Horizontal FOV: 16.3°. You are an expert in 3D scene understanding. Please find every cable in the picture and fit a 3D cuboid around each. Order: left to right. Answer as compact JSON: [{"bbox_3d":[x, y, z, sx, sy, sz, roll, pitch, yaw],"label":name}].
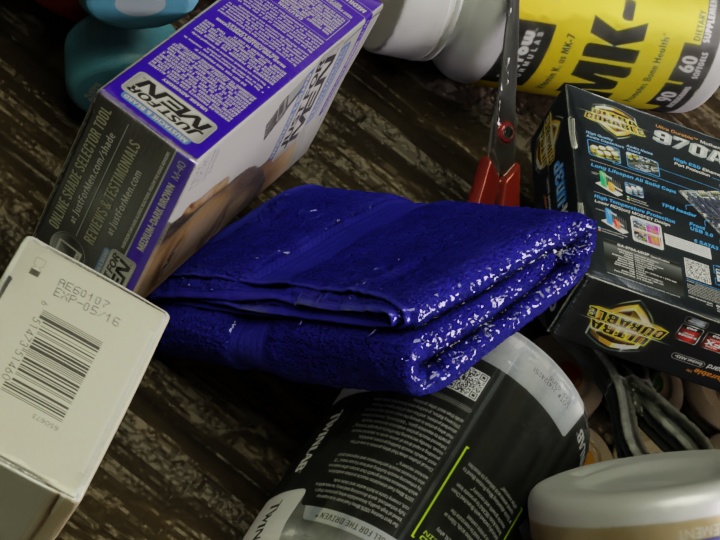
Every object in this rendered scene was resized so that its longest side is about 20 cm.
[{"bbox_3d":[0.138,0.043,1.288,0.096,0.051,0.200,18,25,-6],"label":"cable"}]

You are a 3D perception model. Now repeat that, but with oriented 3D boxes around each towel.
[{"bbox_3d":[0.000,0.000,1.218,0.147,0.199,0.050,-37,119,-35],"label":"towel"}]

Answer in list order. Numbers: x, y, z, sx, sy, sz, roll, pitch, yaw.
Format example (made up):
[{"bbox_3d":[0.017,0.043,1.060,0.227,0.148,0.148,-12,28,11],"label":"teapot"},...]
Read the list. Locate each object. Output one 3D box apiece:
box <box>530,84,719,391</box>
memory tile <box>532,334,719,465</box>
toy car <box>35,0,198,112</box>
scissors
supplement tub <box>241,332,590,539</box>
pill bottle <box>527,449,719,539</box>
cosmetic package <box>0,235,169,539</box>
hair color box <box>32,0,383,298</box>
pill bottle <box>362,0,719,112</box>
[{"bbox_3d":[0.189,-0.004,1.314,0.199,0.046,0.160,18,38,-15],"label":"box"},{"bbox_3d":[0.157,0.128,1.317,0.152,0.017,0.201,7,60,-21],"label":"memory tile"},{"bbox_3d":[-0.187,-0.191,1.260,0.198,0.177,0.186,0,65,-11],"label":"toy car"},{"bbox_3d":[0.078,-0.059,1.331,0.073,0.014,0.202,21,81,-33],"label":"scissors"},{"bbox_3d":[0.018,0.124,1.189,0.122,0.123,0.200,36,53,-1],"label":"supplement tub"},{"bbox_3d":[0.146,0.191,1.152,0.119,0.119,0.202,-10,95,-29],"label":"pill bottle"},{"bbox_3d":[-0.159,0.084,1.084,0.073,0.200,0.104,28,55,-6],"label":"cosmetic package"},{"bbox_3d":[-0.074,-0.072,1.237,0.065,0.110,0.200,36,39,8],"label":"hair color box"},{"bbox_3d":[0.102,-0.155,1.394,0.198,0.114,0.115,6,60,-21],"label":"pill bottle"}]
